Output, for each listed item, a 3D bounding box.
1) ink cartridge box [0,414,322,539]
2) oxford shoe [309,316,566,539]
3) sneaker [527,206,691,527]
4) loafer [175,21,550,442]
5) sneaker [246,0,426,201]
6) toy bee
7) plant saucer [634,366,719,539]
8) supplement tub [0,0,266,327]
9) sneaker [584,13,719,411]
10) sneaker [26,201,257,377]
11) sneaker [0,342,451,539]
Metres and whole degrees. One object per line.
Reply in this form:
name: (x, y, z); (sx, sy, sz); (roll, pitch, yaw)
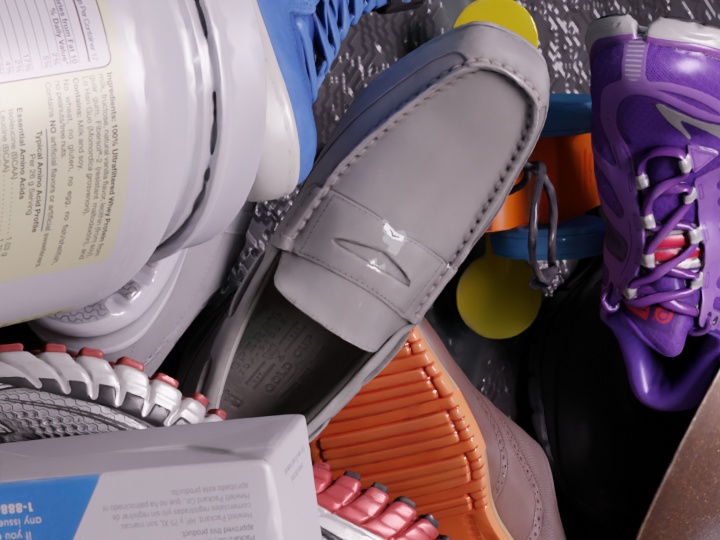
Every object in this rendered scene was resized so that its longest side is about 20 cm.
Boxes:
ink cartridge box: (-0.064, 0.154, 0.782); (0.067, 0.116, 0.201); (-49, 133, -78)
oxford shoe: (0.033, 0.077, 1.001); (0.201, 0.071, 0.073); (66, 30, -28)
sneaker: (0.135, 0.015, 1.080); (0.076, 0.090, 0.201); (33, 67, -42)
loafer: (0.000, 0.000, 0.876); (0.070, 0.200, 0.070); (28, 29, -15)
sneaker: (-0.011, -0.104, 0.859); (0.111, 0.200, 0.077); (-6, 130, -11)
toy bee: (0.046, -0.045, 0.996); (0.200, 0.108, 0.132); (33, 61, -69)
plant saucer: (0.172, 0.070, 1.070); (0.201, 0.037, 0.201); (-55, 163, -26)
supplement tub: (-0.143, -0.049, 0.744); (0.199, 0.145, 0.146); (-13, 98, -37)
sneaker: (0.123, -0.017, 0.945); (0.200, 0.080, 0.084); (72, 32, -49)
sneaker: (-0.069, -0.037, 0.905); (0.082, 0.074, 0.200); (90, 24, -51)
sneaker: (-0.065, 0.089, 0.835); (0.199, 0.078, 0.082); (26, 63, -7)
